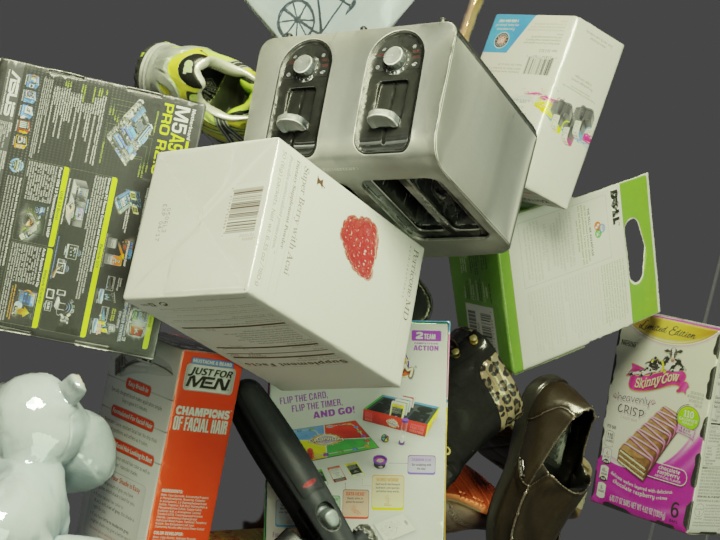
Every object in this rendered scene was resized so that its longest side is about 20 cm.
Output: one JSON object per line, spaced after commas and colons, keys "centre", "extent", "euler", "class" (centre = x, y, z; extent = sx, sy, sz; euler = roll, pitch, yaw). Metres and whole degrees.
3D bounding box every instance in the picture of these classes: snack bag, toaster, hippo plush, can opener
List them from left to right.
{"centre": [-0.267, 0.163, 1.231], "extent": [0.200, 0.158, 0.162], "euler": [43, 41, -48], "class": "hippo plush"}
{"centre": [-0.048, 0.176, 1.284], "extent": [0.078, 0.063, 0.201], "euler": [-24, 87, -36], "class": "can opener"}
{"centre": [-0.027, -0.274, 1.382], "extent": [0.189, 0.021, 0.200], "euler": [-52, 122, -17], "class": "snack bag"}
{"centre": [0.027, -0.097, 1.284], "extent": [0.200, 0.180, 0.119], "euler": [42, 55, -51], "class": "toaster"}

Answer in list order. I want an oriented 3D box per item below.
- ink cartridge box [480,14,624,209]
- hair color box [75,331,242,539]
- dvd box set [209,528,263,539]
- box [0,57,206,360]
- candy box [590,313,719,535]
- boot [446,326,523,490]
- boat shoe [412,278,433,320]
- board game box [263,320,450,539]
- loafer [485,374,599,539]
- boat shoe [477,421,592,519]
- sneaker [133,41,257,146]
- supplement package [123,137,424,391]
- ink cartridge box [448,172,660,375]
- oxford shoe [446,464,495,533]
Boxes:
{"centre": [0.147, -0.126, 1.473], "extent": [0.068, 0.115, 0.201], "euler": [24, 84, -35], "class": "ink cartridge box"}
{"centre": [-0.163, 0.154, 1.297], "extent": [0.064, 0.111, 0.202], "euler": [9, 93, -37], "class": "hair color box"}
{"centre": [-0.054, 0.261, 1.356], "extent": [0.199, 0.146, 0.030], "euler": [2, 111, -27], "class": "dvd box set"}
{"centre": [-0.215, -0.046, 1.233], "extent": [0.159, 0.044, 0.202], "euler": [11, 91, -13], "class": "box"}
{"centre": [0.310, 0.149, 1.623], "extent": [0.061, 0.136, 0.202], "euler": [8, 92, -37], "class": "candy box"}
{"centre": [0.041, 0.097, 1.430], "extent": [0.150, 0.073, 0.200], "euler": [-35, 83, -30], "class": "boot"}
{"centre": [0.000, 0.000, 1.421], "extent": [0.200, 0.060, 0.074], "euler": [38, 74, -34], "class": "boat shoe"}
{"centre": [-0.003, 0.140, 1.345], "extent": [0.152, 0.040, 0.202], "euler": [2, 87, -4], "class": "board game box"}
{"centre": [0.168, 0.199, 1.481], "extent": [0.073, 0.071, 0.202], "euler": [-1, 103, -38], "class": "loafer"}
{"centre": [0.159, 0.158, 1.560], "extent": [0.200, 0.072, 0.065], "euler": [48, 58, -31], "class": "boat shoe"}
{"centre": [-0.089, -0.123, 1.327], "extent": [0.199, 0.076, 0.076], "euler": [21, 84, -38], "class": "sneaker"}
{"centre": [-0.059, 0.001, 1.219], "extent": [0.200, 0.119, 0.122], "euler": [34, 59, -48], "class": "supplement package"}
{"centre": [0.186, -0.003, 1.547], "extent": [0.199, 0.076, 0.149], "euler": [-18, 107, -34], "class": "ink cartridge box"}
{"centre": [0.064, 0.215, 1.511], "extent": [0.199, 0.071, 0.073], "euler": [23, 111, -38], "class": "oxford shoe"}
